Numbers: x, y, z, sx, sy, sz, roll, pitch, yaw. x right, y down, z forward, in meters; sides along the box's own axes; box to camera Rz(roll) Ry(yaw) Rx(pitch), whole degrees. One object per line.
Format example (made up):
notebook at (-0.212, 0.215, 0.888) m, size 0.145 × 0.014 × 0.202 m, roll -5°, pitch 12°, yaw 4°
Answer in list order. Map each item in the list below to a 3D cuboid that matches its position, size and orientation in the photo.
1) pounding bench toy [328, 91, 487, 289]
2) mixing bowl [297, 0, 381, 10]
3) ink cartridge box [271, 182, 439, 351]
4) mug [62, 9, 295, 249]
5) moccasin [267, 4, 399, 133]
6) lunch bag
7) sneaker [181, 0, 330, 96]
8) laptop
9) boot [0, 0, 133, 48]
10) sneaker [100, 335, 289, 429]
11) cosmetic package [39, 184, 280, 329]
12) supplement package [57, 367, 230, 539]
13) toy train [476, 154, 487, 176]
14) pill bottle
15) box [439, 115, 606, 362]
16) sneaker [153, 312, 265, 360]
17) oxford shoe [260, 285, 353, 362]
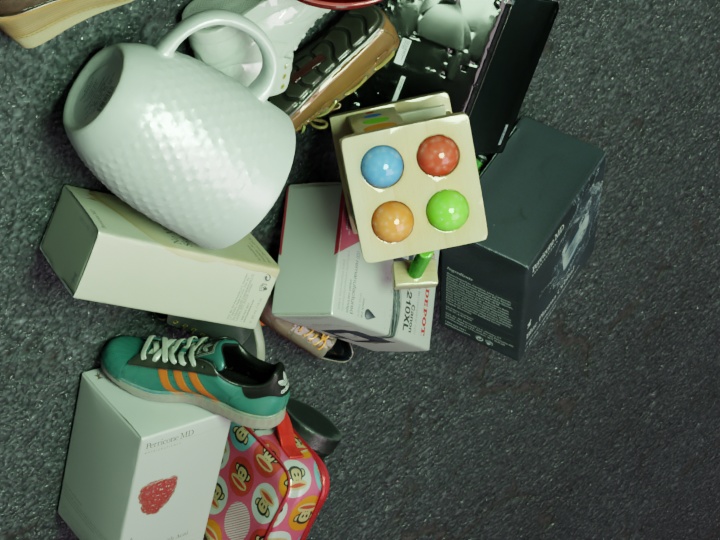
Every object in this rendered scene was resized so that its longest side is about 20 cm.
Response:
pounding bench toy at (0.054, -0.057, 1.597) m, size 0.124 × 0.156 × 0.201 m, roll -12°, pitch 107°, yaw -2°
mixing bowl at (-0.021, -0.309, 1.431) m, size 0.200 × 0.200 × 0.108 m, roll -41°, pitch 174°, yaw -11°
ink cartridge box at (0.000, 0.000, 1.762) m, size 0.200 × 0.084 × 0.145 m, roll 23°, pitch 71°, yaw -54°
mug at (-0.155, -0.141, 1.444) m, size 0.175 × 0.148 × 0.200 m, roll 31°, pitch 102°, yaw -35°
moccasin at (-0.047, -0.180, 1.600) m, size 0.201 × 0.074 × 0.078 m, roll -44°, pitch 144°, yaw -5°
lunch bag at (-0.125, 0.218, 1.786) m, size 0.082 × 0.200 × 0.177 m, roll 1°, pitch 123°, yaw -43°
sneaker at (-0.070, -0.236, 1.531) m, size 0.200 × 0.074 × 0.116 m, roll -27°, pitch 143°, yaw -13°
laptop at (0.096, -0.223, 1.689) m, size 0.199 × 0.103 × 0.178 m, roll 18°, pitch 105°, yaw -10°
boot at (-0.232, -0.281, 1.297) m, size 0.200 × 0.072 × 0.166 m, roll -38°, pitch 146°, yaw -10°
sneaker at (-0.166, 0.094, 1.647) m, size 0.071 × 0.199 × 0.080 m, roll -70°, pitch 174°, yaw -49°
cosmetic package at (-0.189, -0.011, 1.536) m, size 0.200 × 0.104 × 0.073 m, roll 12°, pitch 111°, yaw -37°
supplement package at (-0.231, 0.205, 1.723) m, size 0.121 × 0.120 × 0.200 m, roll -15°, pitch 133°, yaw -38°
toy train at (0.084, -0.054, 1.899) m, size 0.056 × 0.042 × 0.200 m, roll 19°, pitch 108°, yaw -42°
pill bottle at (-0.110, 0.255, 1.914) m, size 0.112 × 0.112 × 0.200 m, roll 17°, pitch 110°, yaw -53°
box at (0.189, -0.035, 1.901) m, size 0.197 × 0.117 × 0.200 m, roll -53°, pitch 157°, yaw -28°
sneaker at (-0.166, 0.055, 1.705) m, size 0.106 × 0.075 × 0.200 m, roll -24°, pitch 130°, yaw -25°
oxford shoe at (-0.060, 0.052, 1.791) m, size 0.071 × 0.073 × 0.200 m, roll -54°, pitch 153°, yaw -1°
